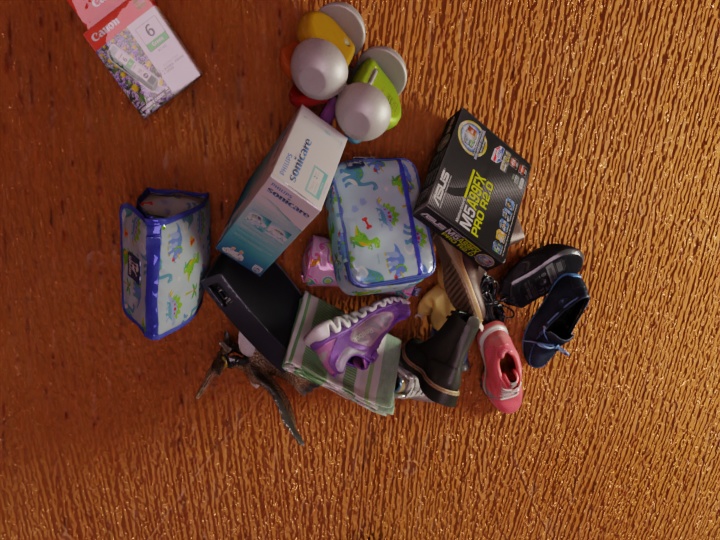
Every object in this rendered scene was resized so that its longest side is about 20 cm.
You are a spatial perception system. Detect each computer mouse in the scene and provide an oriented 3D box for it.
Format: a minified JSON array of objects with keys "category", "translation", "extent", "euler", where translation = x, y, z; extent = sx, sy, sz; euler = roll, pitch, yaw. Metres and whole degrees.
[{"category":"computer mouse","translation":[0.290,0.007,1.108],"extent":[0.195,0.053,0.140],"euler":[-27,134,4]}]

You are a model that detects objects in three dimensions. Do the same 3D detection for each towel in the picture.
[{"category":"towel","translation":[-0.023,0.133,1.027],"extent":[0.196,0.156,0.023],"euler":[27,136,-16]}]

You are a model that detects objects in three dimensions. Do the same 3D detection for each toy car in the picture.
[{"category":"toy car","translation":[-0.033,-0.270,0.933],"extent":[0.199,0.178,0.149],"euler":[39,133,-19]}]

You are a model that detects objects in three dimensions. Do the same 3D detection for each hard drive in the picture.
[{"category":"hard drive","translation":[-0.152,0.048,1.010],"extent":[0.042,0.136,0.201],"euler":[-23,116,33]}]

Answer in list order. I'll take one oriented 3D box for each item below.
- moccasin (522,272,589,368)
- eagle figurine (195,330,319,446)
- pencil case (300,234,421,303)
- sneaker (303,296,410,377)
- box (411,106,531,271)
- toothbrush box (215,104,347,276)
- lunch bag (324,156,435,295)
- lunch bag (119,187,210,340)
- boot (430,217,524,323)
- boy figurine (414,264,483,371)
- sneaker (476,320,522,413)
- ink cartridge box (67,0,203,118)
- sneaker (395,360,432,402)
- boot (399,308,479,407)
[{"category":"moccasin","translation":[0.339,0.101,1.118],"extent":[0.078,0.069,0.205],"euler":[-1,127,-15]},{"category":"eagle figurine","translation":[-0.150,0.175,1.058],"extent":[0.195,0.151,0.156],"euler":[25,88,-5]},{"category":"pencil case","translation":[0.000,0.000,1.046],"extent":[0.193,0.088,0.090],"euler":[12,105,-15]},{"category":"sneaker","translation":[0.006,0.106,1.000],"extent":[0.196,0.080,0.090],"euler":[-20,76,-35]},{"category":"box","translation":[0.179,-0.128,0.996],"extent":[0.158,0.044,0.204],"euler":[34,60,-18]},{"category":"toothbrush box","translation":[-0.115,-0.110,0.913],"extent":[0.084,0.149,0.200],"euler":[30,140,-16]},{"category":"lunch bag","translation":[0.030,-0.071,0.985],"extent":[0.155,0.082,0.207],"euler":[-4,78,-20]},{"category":"lunch bag","translation":[-0.287,-0.016,0.932],"extent":[0.123,0.201,0.176],"euler":[2,108,-10]},{"category":"boot","translation":[0.205,-0.029,1.031],"extent":[0.162,0.072,0.206],"euler":[-17,81,-21]},{"category":"boy figurine","translation":[0.153,0.069,1.103],"extent":[0.120,0.064,0.207],"euler":[3,105,19]},{"category":"sneaker","translation":[0.256,0.194,1.139],"extent":[0.072,0.087,0.205],"euler":[-20,120,-2]},{"category":"ink cartridge box","translation":[-0.327,-0.336,0.905],"extent":[0.107,0.050,0.203],"euler":[-33,110,2]},{"category":"sneaker","translation":[0.084,0.197,1.123],"extent":[0.194,0.081,0.079],"euler":[15,103,-15]},{"category":"boot","translation":[0.133,0.113,1.025],"extent":[0.075,0.200,0.142],"euler":[17,100,-19]}]
